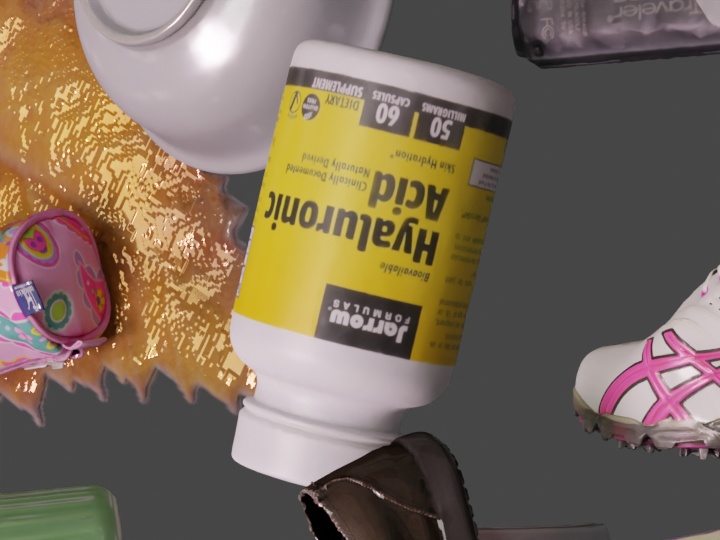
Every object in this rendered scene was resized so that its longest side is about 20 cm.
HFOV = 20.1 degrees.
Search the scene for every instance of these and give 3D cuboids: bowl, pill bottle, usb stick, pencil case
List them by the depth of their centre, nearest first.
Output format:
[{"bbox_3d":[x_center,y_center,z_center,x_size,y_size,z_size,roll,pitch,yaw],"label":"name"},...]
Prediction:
[{"bbox_3d":[0.157,-0.124,0.917,0.199,0.032,0.056,-1,90,36],"label":"usb stick"},{"bbox_3d":[0.000,0.000,0.965,0.111,0.111,0.202,14,93,36],"label":"pill bottle"},{"bbox_3d":[-0.085,-0.157,1.062,0.200,0.090,0.203,-6,80,35],"label":"bowl"},{"bbox_3d":[-0.231,0.032,1.147,0.199,0.087,0.088,-19,73,31],"label":"pencil case"}]

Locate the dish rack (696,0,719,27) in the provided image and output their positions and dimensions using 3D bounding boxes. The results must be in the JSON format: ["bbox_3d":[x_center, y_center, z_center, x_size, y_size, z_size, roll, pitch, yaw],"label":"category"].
[{"bbox_3d":[0.198,-0.184,0.839,0.172,0.043,0.201,-47,26,19],"label":"dish rack"}]

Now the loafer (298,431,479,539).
[{"bbox_3d":[0.020,0.163,0.788,0.073,0.071,0.201,112,146,-57],"label":"loafer"}]

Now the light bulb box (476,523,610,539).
[{"bbox_3d":[0.027,0.235,0.904,0.197,0.124,0.202,-24,71,31],"label":"light bulb box"}]

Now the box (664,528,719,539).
[{"bbox_3d":[0.161,0.199,0.767,0.174,0.097,0.202,-11,74,-9],"label":"box"}]

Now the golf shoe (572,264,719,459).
[{"bbox_3d":[0.162,0.034,0.845,0.199,0.072,0.093,-4,85,57],"label":"golf shoe"}]

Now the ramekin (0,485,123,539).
[{"bbox_3d":[-0.155,0.202,1.002,0.097,0.200,0.202,-9,74,-7],"label":"ramekin"}]
